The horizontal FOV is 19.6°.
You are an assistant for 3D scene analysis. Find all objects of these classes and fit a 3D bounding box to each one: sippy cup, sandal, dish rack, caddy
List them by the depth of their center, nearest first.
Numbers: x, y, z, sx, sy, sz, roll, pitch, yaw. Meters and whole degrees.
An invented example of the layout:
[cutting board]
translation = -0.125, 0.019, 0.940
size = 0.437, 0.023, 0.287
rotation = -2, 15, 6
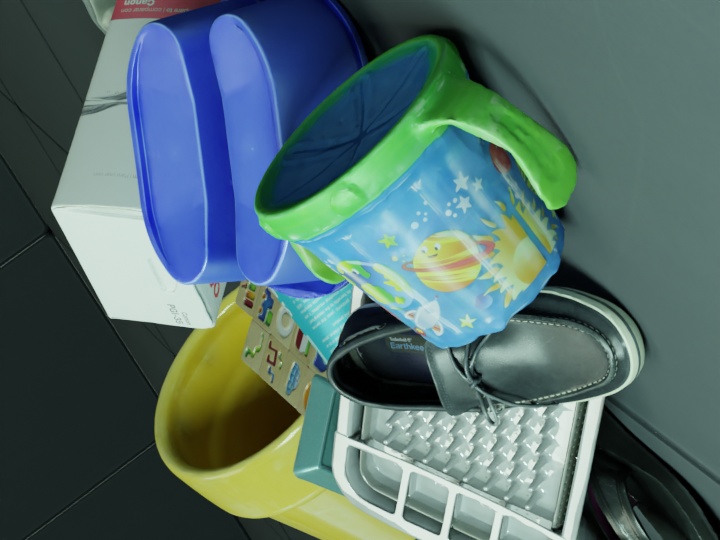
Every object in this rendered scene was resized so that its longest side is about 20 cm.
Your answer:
[sippy cup]
translation = 0.035, -0.033, 1.109
size = 0.130, 0.140, 0.178
rotation = 45, -179, -19
[caddy]
translation = -0.056, -0.078, 1.256
size = 0.141, 0.105, 0.200
rotation = 1, 101, 42
[dish rack]
translation = 0.070, 0.088, 1.275
size = 0.172, 0.044, 0.200
rotation = 24, 130, 22
[sandal]
translation = 0.155, 0.132, 1.294
size = 0.200, 0.048, 0.075
rotation = 47, 166, 33

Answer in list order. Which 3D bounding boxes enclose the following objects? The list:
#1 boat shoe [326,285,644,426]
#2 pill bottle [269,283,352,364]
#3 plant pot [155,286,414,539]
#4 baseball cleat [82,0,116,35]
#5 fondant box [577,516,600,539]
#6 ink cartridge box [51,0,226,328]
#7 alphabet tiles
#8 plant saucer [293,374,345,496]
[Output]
[boat shoe]
translation = 0.067, 0.051, 1.183
size = 0.200, 0.062, 0.075
rotation = -1, 117, 34
[pill bottle]
translation = 0.000, 0.000, 1.365
size = 0.200, 0.111, 0.111
rotation = 53, 169, 2
[plant pot]
translation = -0.027, 0.124, 1.652
size = 0.189, 0.201, 0.201
rotation = 42, 177, -35
[baseball cleat]
translation = -0.185, -0.209, 1.586
size = 0.106, 0.070, 0.200
rotation = 45, 165, 33
[fondant box]
translation = 0.172, 0.261, 1.470
size = 0.200, 0.058, 0.144
rotation = 53, -168, -4
[ink cartridge box]
translation = -0.129, -0.082, 1.415
size = 0.083, 0.200, 0.147
rotation = 5, 149, 15
[alphabet tiles]
translation = -0.037, 0.012, 1.519
size = 0.006, 0.166, 0.200
rotation = 9, -165, -31
[plant saucer]
translation = 0.035, 0.133, 1.407
size = 0.019, 0.070, 0.200
rotation = -5, 156, 43
